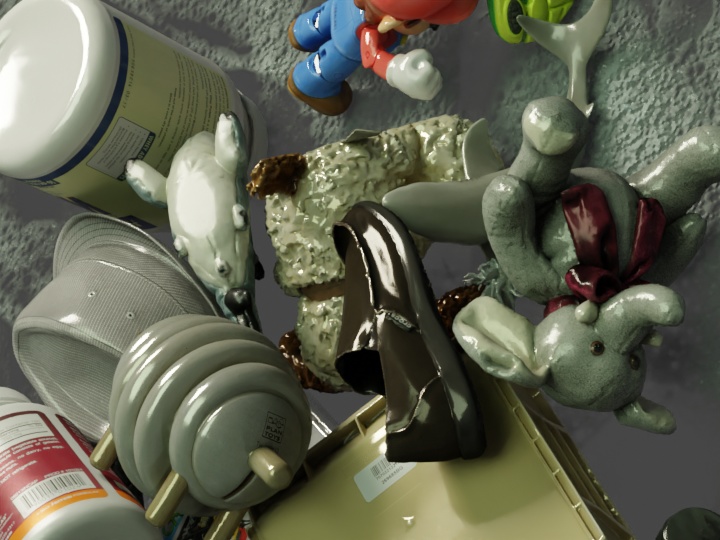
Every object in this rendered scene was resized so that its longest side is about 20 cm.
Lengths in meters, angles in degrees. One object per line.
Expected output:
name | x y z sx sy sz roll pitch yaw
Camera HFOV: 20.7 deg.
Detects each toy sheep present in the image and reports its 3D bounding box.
toy sheep | -0.096 0.097 1.247 0.200 0.138 0.138 32 95 49

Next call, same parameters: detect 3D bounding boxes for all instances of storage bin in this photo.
storage bin | 0.051 0.173 1.225 0.200 0.094 0.199 -39 47 9

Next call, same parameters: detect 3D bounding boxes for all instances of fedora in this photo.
fedora | -0.178 0.059 1.402 0.200 0.090 0.177 33 132 22

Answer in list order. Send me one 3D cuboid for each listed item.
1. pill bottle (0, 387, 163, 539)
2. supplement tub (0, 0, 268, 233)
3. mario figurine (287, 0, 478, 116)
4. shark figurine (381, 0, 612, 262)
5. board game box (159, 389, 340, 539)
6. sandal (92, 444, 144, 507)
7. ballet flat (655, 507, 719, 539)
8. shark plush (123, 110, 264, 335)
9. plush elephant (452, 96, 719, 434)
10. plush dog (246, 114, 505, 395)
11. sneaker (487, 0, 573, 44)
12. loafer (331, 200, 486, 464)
pill bottle | -0.219 0.160 1.327 0.113 0.113 0.200 -58 38 6
supplement tub | -0.179 -0.112 1.482 0.145 0.200 0.145 -15 64 35
mario figurine | 0.027 -0.177 1.410 0.124 0.106 0.200 60 148 0
shark figurine | 0.125 -0.077 1.295 0.215 0.128 0.089 -51 20 -23
board game box | -0.077 0.186 1.394 0.200 0.035 0.126 -55 47 10
sandal | -0.179 0.218 1.409 0.048 0.075 0.201 118 150 -60
ballet flat | 0.240 0.215 1.124 0.066 0.057 0.200 -31 56 -7
shark plush | -0.083 -0.024 1.365 0.091 0.083 0.200 -35 56 7
plush elephant | 0.143 0.013 1.199 0.200 0.165 0.155 -50 42 38
plush dog | 0.000 0.000 1.346 0.200 0.160 0.172 -18 87 34
sneaker | 0.108 -0.249 1.398 0.084 0.074 0.200 145 126 -58
loafer | 0.014 0.037 1.210 0.071 0.073 0.200 -19 49 -6
